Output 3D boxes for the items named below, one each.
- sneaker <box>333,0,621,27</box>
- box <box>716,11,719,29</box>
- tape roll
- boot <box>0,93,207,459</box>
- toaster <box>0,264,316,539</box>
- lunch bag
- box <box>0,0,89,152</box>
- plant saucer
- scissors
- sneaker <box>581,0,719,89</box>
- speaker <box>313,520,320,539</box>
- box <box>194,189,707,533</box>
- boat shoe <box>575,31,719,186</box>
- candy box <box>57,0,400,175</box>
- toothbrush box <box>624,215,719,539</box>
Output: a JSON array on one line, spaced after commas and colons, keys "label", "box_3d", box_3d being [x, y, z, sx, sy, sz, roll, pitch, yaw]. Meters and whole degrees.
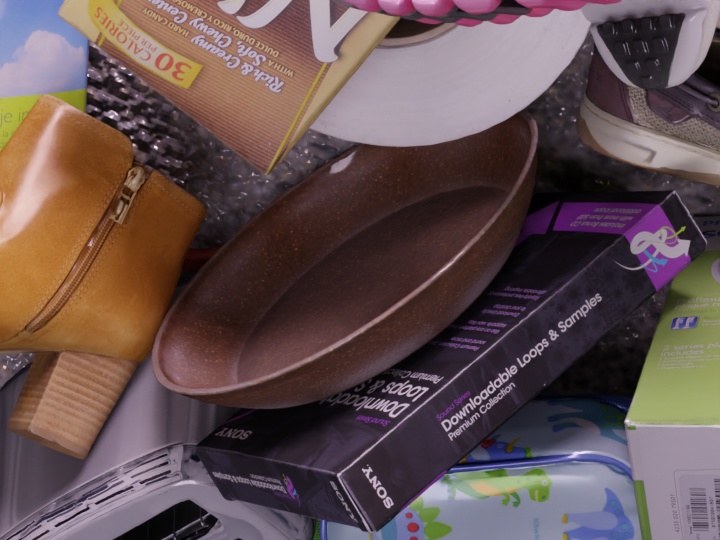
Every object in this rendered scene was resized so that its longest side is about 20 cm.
[{"label": "sneaker", "box_3d": [0.075, -0.147, 1.064, 0.200, 0.079, 0.096, -8, 91, 19]}, {"label": "box", "box_3d": [0.227, -0.176, 1.121, 0.078, 0.095, 0.200, 30, 119, 1]}, {"label": "tape roll", "box_3d": [0.014, -0.158, 1.202, 0.202, 0.071, 0.203, 6, 118, 12]}, {"label": "boot", "box_3d": [-0.173, -0.016, 1.233, 0.201, 0.144, 0.071, 27, 167, -27]}, {"label": "toaster", "box_3d": [-0.092, 0.093, 1.310, 0.200, 0.129, 0.114, -29, 129, 27]}, {"label": "lunch bag", "box_3d": [0.070, 0.154, 1.249, 0.160, 0.082, 0.200, -5, 115, 10]}, {"label": "box", "box_3d": [-0.184, -0.088, 1.256, 0.048, 0.122, 0.200, 30, 121, 50]}, {"label": "plant saucer", "box_3d": [0.000, 0.000, 1.213, 0.200, 0.200, 0.037, -25, 114, 25]}, {"label": "scissors", "box_3d": [-0.052, -0.012, 1.326, 0.073, 0.014, 0.200, 46, 120, -8]}, {"label": "sneaker", "box_3d": [0.134, -0.173, 1.123, 0.075, 0.081, 0.200, 5, 95, 44]}, {"label": "speaker", "box_3d": [-0.013, 0.135, 1.350, 0.088, 0.088, 0.200, 46, 118, -9]}, {"label": "box", "box_3d": [0.036, 0.034, 1.194, 0.036, 0.200, 0.143, 57, 157, -17]}, {"label": "boat shoe", "box_3d": [0.193, -0.069, 1.198, 0.200, 0.072, 0.065, 13, 124, 16]}, {"label": "candy box", "box_3d": [-0.022, -0.150, 1.143, 0.115, 0.055, 0.200, 38, 118, -6]}, {"label": "toothbrush box", "box_3d": [0.179, 0.080, 1.201, 0.086, 0.200, 0.146, -2, 116, 18]}]
